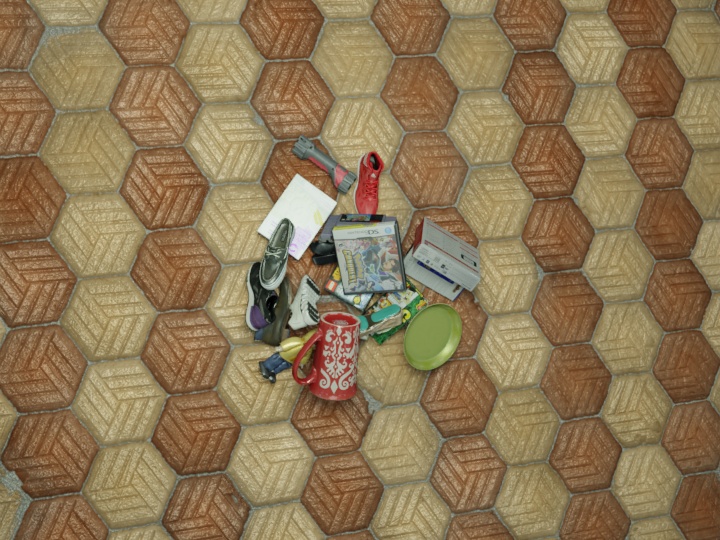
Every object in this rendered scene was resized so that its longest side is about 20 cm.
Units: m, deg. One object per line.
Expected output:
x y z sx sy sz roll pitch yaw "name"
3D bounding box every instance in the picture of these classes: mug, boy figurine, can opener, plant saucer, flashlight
-0.075 0.225 1.506 0.133 0.177 0.202 18 108 33 "mug"
-0.181 0.234 1.607 0.199 0.065 0.125 -32 135 5 "boy figurine"
-0.048 -0.079 1.635 0.198 0.064 0.079 -17 129 2 "can opener"
0.198 0.183 1.628 0.198 0.031 0.202 -9 110 -27 "plant saucer"
-0.106 -0.301 1.655 0.199 0.068 0.068 34 82 -2 "flashlight"

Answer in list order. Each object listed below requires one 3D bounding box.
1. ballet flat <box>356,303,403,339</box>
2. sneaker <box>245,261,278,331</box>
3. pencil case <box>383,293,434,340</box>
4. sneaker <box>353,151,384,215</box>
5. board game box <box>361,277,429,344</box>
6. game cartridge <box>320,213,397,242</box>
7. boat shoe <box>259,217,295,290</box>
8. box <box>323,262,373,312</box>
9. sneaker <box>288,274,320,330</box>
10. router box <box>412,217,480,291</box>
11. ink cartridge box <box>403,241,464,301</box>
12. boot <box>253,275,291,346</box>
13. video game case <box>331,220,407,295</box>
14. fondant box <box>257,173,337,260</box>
0.028 0.156 1.602 0.198 0.068 0.068 -16 130 3 "ballet flat"
-0.258 0.063 1.578 0.087 0.076 0.202 -21 58 28 "sneaker"
0.139 0.109 1.675 0.089 0.078 0.201 -35 94 -9 "pencil case"
0.023 -0.243 1.645 0.078 0.116 0.202 -4 89 -9 "sneaker"
0.090 0.115 1.640 0.105 0.023 0.200 45 116 -1 "board game box"
-0.002 -0.119 1.612 0.198 0.130 0.039 2 126 9 "game cartridge"
-0.230 -0.050 1.546 0.071 0.071 0.202 10 72 10 "boat shoe"
0.000 0.000 1.658 0.136 0.040 0.201 28 85 9 "box"
-0.159 0.085 1.586 0.081 0.201 0.075 -31 119 18 "sneaker"
0.249 -0.049 1.648 0.199 0.180 0.049 31 119 -7 "router box"
0.216 0.004 1.687 0.199 0.037 0.095 31 125 -6 "ink cartridge box"
-0.245 0.113 1.617 0.096 0.075 0.202 4 90 -12 "boot"
0.026 -0.031 1.562 0.179 0.026 0.202 -4 115 13 "video game case"
-0.180 -0.150 1.641 0.144 0.058 0.201 35 85 -7 "fondant box"
